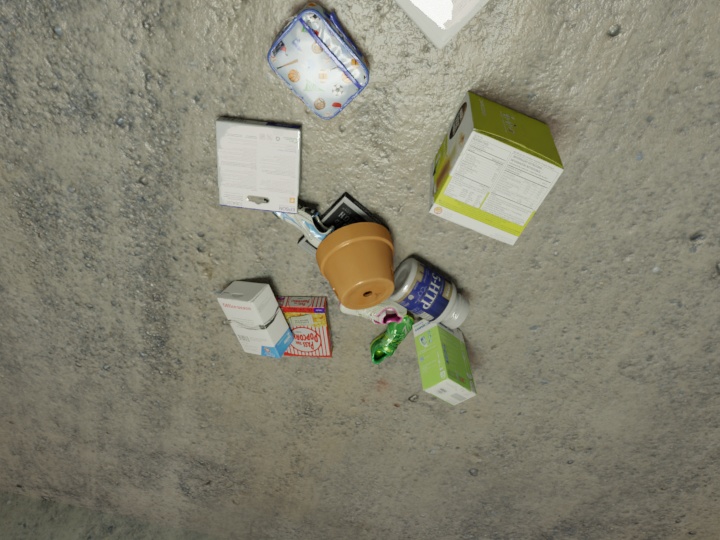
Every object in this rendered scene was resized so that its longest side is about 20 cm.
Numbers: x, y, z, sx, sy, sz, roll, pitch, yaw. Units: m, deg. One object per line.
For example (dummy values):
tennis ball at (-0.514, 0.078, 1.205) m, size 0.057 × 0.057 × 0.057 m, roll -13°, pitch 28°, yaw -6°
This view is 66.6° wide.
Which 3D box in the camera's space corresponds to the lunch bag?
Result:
lunch bag at (-0.082, -0.423, 1.104) m, size 0.159 × 0.076 × 0.200 m, roll -34°, pitch 118°, yaw 27°

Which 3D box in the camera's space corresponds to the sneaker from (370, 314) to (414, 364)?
sneaker at (0.092, 0.200, 1.570) m, size 0.073 × 0.084 × 0.201 m, roll 25°, pitch 127°, yaw -12°

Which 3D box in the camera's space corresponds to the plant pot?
plant pot at (0.000, 0.000, 1.337) m, size 0.196 × 0.142 × 0.202 m, roll -13°, pitch 148°, yaw -8°

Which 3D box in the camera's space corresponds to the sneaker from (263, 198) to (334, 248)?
sneaker at (-0.148, -0.137, 1.335) m, size 0.199 × 0.072 × 0.073 m, roll 37°, pitch 110°, yaw -4°

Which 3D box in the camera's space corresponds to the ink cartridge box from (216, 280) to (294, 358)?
ink cartridge box at (-0.291, 0.135, 1.531) m, size 0.142 × 0.084 × 0.203 m, roll 4°, pitch 128°, yaw 34°

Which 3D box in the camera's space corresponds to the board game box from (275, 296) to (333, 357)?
board game box at (-0.163, 0.166, 1.600) m, size 0.148 × 0.047 × 0.203 m, roll 0°, pitch 128°, yaw 8°

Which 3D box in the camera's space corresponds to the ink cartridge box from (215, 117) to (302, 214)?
ink cartridge box at (-0.234, -0.241, 1.270) m, size 0.192 × 0.044 × 0.204 m, roll 7°, pitch 120°, yaw 1°

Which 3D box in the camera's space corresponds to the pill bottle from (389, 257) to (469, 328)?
pill bottle at (0.181, 0.066, 1.428) m, size 0.198 × 0.121 × 0.120 m, roll 30°, pitch 127°, yaw -17°

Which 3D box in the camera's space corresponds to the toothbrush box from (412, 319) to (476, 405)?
toothbrush box at (0.227, 0.242, 1.492) m, size 0.085 × 0.203 × 0.145 m, roll -31°, pitch 136°, yaw 29°

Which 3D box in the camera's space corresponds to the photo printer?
photo printer at (0.135, -0.533, 0.989) m, size 0.199 × 0.070 × 0.166 m, roll 38°, pitch 124°, yaw -21°

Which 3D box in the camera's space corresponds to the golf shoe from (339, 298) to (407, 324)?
golf shoe at (0.033, 0.104, 1.498) m, size 0.195 × 0.093 × 0.076 m, roll -4°, pitch 130°, yaw 12°

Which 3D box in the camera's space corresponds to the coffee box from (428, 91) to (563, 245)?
coffee box at (0.271, -0.215, 1.141) m, size 0.196 × 0.202 × 0.200 m, roll 20°, pitch 128°, yaw -8°

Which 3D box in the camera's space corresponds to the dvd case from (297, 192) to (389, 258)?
dvd case at (-0.046, -0.087, 1.398) m, size 0.149 × 0.025 × 0.199 m, roll 36°, pitch 125°, yaw -21°
